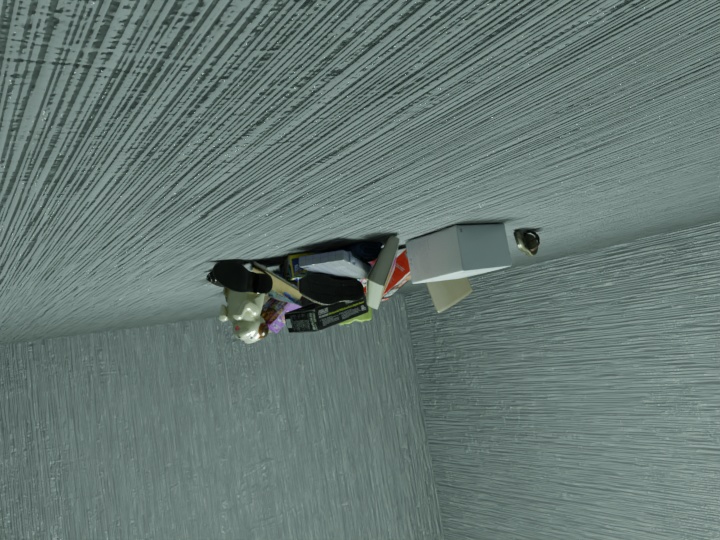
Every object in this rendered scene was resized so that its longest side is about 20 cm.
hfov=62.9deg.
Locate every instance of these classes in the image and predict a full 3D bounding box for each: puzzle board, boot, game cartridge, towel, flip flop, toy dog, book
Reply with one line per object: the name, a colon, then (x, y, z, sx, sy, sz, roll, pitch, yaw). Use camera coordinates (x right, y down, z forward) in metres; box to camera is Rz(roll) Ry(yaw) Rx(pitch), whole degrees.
puzzle board: (-0.226, 0.034, 1.604, 0.149, 0.018, 0.200, 31, 166, -3)
boot: (-0.341, 0.023, 1.519, 0.172, 0.070, 0.199, 3, 167, 39)
game cartridge: (-0.054, -0.010, 1.491, 0.128, 0.039, 0.200, -12, 163, 21)
towel: (-0.038, -0.033, 1.573, 0.198, 0.049, 0.111, -14, 172, 43)
flip flop: (0.531, -0.095, 1.851, 0.057, 0.082, 0.199, -28, 162, 25)
boot: (-0.108, 0.060, 1.552, 0.198, 0.079, 0.137, 12, 165, -39)
toy dog: (-0.350, 0.120, 1.786, 0.137, 0.204, 0.194, -10, 174, 19)
book: (0.061, 0.009, 1.532, 0.047, 0.135, 0.200, 23, 160, 8)

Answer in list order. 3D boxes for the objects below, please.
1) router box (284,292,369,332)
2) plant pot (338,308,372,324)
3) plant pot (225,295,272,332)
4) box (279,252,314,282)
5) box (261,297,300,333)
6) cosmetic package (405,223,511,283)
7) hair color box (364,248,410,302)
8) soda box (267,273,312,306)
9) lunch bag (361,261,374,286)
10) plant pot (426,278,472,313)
router box: (-0.095, 0.120, 1.685, 0.198, 0.063, 0.149, -18, -176, -42)
plant pot: (-0.034, 0.087, 2.053, 0.196, 0.193, 0.200, -8, 174, -1)
plant pot: (-0.392, 0.151, 2.181, 0.197, 0.177, 0.200, -10, 175, -1)
box: (-0.172, 0.000, 1.596, 0.069, 0.065, 0.200, -8, 175, -17)
box: (-0.243, 0.103, 1.891, 0.200, 0.039, 0.136, -48, -149, -20)
cosmetic package: (0.265, -0.045, 1.596, 0.197, 0.125, 0.199, -5, 172, -37)
hair color box: (0.108, 0.014, 1.755, 0.200, 0.062, 0.101, -44, 165, 21)
soda box: (-0.208, 0.056, 1.785, 0.068, 0.065, 0.199, -18, -162, -36)
lunch bag: (0.000, 0.000, 1.755, 0.174, 0.083, 0.200, -28, 171, 15)
plant pot: (0.385, 0.062, 2.586, 0.175, 0.203, 0.200, -21, 174, 4)
